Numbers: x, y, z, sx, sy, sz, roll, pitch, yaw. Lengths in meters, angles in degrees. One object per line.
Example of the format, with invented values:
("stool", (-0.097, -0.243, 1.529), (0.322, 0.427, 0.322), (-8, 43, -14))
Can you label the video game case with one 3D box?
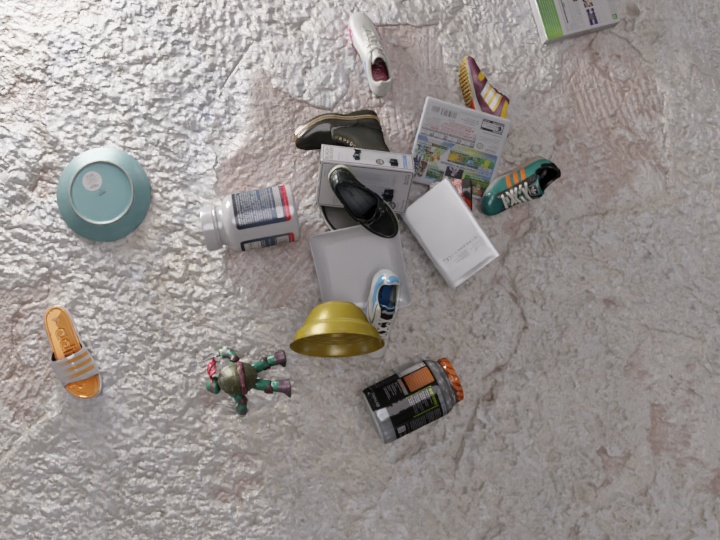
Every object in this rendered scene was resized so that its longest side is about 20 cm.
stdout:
("video game case", (0.216, -0.269, 1.468), (0.195, 0.022, 0.186), (14, 107, -6))

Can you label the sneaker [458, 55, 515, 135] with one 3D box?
("sneaker", (0.288, -0.393, 1.499), (0.088, 0.075, 0.204), (-18, 96, -6))

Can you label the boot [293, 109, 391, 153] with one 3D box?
("boot", (-0.036, -0.269, 1.415), (0.196, 0.078, 0.140), (-17, 55, -7))

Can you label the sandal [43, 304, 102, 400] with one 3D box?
("sandal", (-0.601, 0.170, 1.345), (0.078, 0.059, 0.210), (-26, 88, -8))

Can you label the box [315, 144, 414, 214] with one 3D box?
("box", (0.007, -0.190, 1.381), (0.195, 0.118, 0.061), (4, 44, -6))

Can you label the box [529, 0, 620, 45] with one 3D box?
("box", (0.504, -0.630, 1.564), (0.196, 0.036, 0.148), (-15, 87, -9))

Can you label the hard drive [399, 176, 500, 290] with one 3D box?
("hard drive", (0.192, -0.079, 1.422), (0.131, 0.026, 0.202), (-35, 88, 10))

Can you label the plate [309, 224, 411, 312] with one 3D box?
("plate", (0.000, 0.000, 1.426), (0.195, 0.032, 0.205), (-13, 104, -7))

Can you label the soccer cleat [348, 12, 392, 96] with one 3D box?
("soccer cleat", (0.029, -0.491, 1.467), (0.068, 0.086, 0.204), (-20, 87, -8))

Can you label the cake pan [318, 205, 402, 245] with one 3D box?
("cake pan", (0.002, -0.156, 1.458), (0.195, 0.037, 0.206), (1, 84, -7))

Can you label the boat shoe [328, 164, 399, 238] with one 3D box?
("boat shoe", (0.011, -0.127, 1.336), (0.074, 0.067, 0.200), (-34, 118, 12))

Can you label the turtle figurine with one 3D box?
("turtle figurine", (-0.247, 0.229, 1.368), (0.195, 0.101, 0.154), (-7, 86, -13))

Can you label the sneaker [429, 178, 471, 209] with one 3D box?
("sneaker", (0.196, -0.099, 1.468), (0.105, 0.067, 0.207), (-1, 97, 12))

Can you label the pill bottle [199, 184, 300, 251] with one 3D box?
("pill bottle", (-0.231, -0.105, 1.384), (0.195, 0.120, 0.123), (-11, 86, -8))

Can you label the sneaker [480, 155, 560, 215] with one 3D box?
("sneaker", (0.359, -0.185, 1.472), (0.198, 0.080, 0.072), (-36, 123, -9))

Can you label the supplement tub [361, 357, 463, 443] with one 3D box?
("supplement tub", (0.111, 0.269, 1.390), (0.196, 0.123, 0.125), (-23, 88, -8))

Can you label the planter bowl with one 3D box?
("planter bowl", (-0.048, 0.116, 1.359), (0.195, 0.201, 0.085), (1, 69, -7))

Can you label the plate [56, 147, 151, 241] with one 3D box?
("plate", (-0.547, -0.164, 1.400), (0.195, 0.026, 0.206), (0, 86, -6))

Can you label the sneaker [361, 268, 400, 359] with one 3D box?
("sneaker", (0.044, 0.099, 1.402), (0.070, 0.073, 0.205), (3, 109, -15))
